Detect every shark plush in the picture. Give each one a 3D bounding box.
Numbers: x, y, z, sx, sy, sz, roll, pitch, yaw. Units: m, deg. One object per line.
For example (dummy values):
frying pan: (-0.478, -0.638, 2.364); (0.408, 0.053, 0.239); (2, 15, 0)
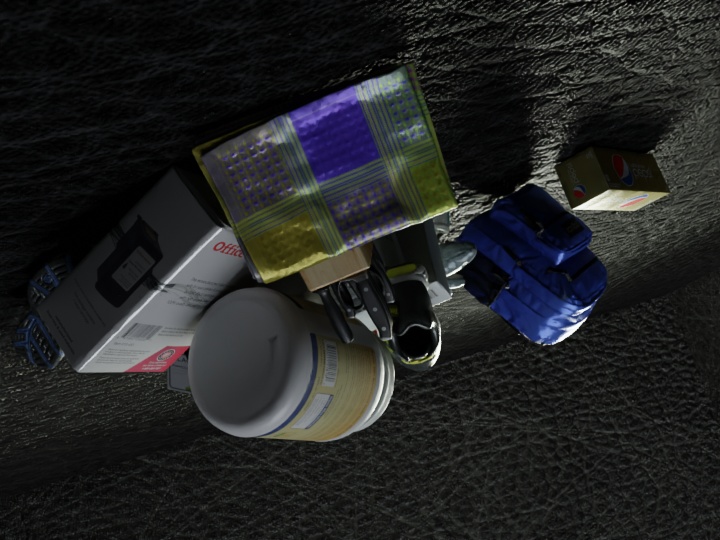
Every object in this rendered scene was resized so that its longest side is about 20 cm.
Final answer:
shark plush: (0.055, -0.003, 1.133); (0.199, 0.091, 0.083); (-10, -171, 3)

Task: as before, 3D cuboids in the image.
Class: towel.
towel: (-0.027, -0.081, 0.730); (0.200, 0.144, 0.023); (-20, -161, 0)

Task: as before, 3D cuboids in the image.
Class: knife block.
knife block: (-0.030, -0.025, 0.789); (0.064, 0.176, 0.200); (-23, 155, 11)

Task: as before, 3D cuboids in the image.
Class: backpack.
backpack: (0.243, -0.006, 1.187); (0.162, 0.200, 0.168); (-30, 159, -43)

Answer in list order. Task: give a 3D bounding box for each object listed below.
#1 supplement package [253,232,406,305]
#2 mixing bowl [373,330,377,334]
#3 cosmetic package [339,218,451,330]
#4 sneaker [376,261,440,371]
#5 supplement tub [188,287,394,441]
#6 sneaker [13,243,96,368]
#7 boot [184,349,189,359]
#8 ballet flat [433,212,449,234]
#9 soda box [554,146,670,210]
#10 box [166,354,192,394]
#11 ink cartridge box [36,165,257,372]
supplement package: (-0.067, -0.016, 0.961); (0.200, 0.118, 0.117); (-23, 165, 16)
mixing bowl: (-0.024, 0.095, 1.223); (0.200, 0.108, 0.200); (-57, 174, -9)
cosmetic package: (0.000, 0.000, 1.041); (0.200, 0.151, 0.052); (-23, 144, 18)
sneaker: (0.054, 0.075, 0.954); (0.074, 0.085, 0.200); (-13, 146, 5)
supplement tub: (-0.064, 0.103, 0.883); (0.144, 0.145, 0.200); (-25, 156, 25)
sneaker: (-0.317, 0.026, 0.928); (0.200, 0.076, 0.077); (-42, -167, 39)
boot: (-0.154, 0.056, 1.083); (0.157, 0.080, 0.211); (-7, -157, -30)
ballet flat: (0.029, -0.038, 1.123); (0.200, 0.070, 0.069); (-24, 166, 22)
soda box: (0.362, -0.128, 1.213); (0.064, 0.068, 0.200); (-30, 162, 39)
box: (-0.169, 0.103, 1.157); (0.116, 0.060, 0.200); (9, -160, 11)
ink cartridge box: (-0.187, 0.006, 0.833); (0.200, 0.084, 0.145); (-43, 161, 12)
